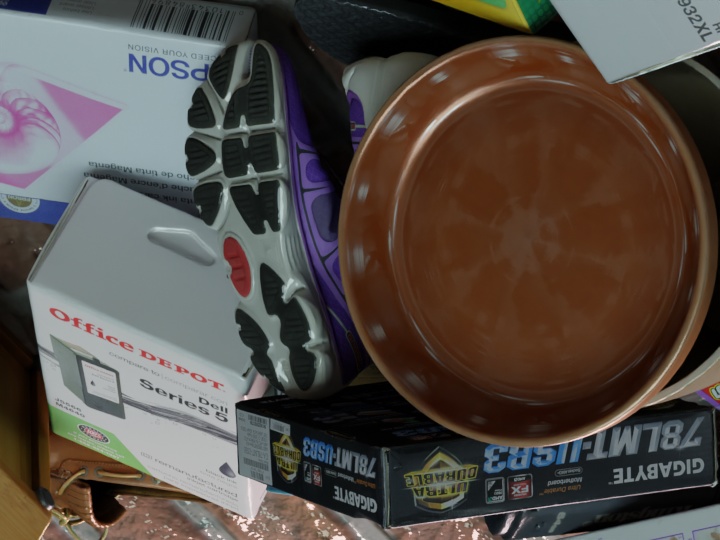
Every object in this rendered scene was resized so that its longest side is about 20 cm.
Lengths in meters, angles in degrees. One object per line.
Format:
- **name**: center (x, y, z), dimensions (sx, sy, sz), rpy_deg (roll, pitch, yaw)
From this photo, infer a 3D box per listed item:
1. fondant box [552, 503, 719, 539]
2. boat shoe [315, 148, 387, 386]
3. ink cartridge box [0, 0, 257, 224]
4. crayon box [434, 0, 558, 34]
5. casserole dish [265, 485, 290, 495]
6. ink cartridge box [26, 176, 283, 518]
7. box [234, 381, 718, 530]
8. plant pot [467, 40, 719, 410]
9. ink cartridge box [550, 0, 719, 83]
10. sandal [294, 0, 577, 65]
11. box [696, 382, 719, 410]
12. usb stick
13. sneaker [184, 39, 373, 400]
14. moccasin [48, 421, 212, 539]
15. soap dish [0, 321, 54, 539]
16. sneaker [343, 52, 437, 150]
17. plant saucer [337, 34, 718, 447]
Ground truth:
- **fondant box**: center (0.217, 0.180, 1.519), dimensions (0.200, 0.058, 0.144), rpy_deg (-19, 164, 36)
- **boat shoe**: center (0.000, 0.000, 1.463), dimensions (0.072, 0.072, 0.200), rpy_deg (0, 127, 43)
- **ink cartridge box**: center (-0.157, -0.080, 1.442), dimensions (0.196, 0.043, 0.200), rpy_deg (8, 135, 7)
- **crayon box**: center (0.028, -0.217, 1.196), dimensions (0.119, 0.058, 0.200), rpy_deg (27, 154, 47)
- **casserole dish**: center (0.020, 0.118, 1.530), dimensions (0.121, 0.039, 0.200), rpy_deg (1, 178, 22)
- **ink cartridge box**: center (-0.113, 0.050, 1.480), dimensions (0.145, 0.084, 0.200), rpy_deg (22, 153, 11)
- **box**: center (0.058, 0.092, 1.337), dimensions (0.199, 0.198, 0.050), rpy_deg (-6, 98, -25)
- **plant pot**: center (0.169, -0.015, 1.306), dimensions (0.187, 0.188, 0.200), rpy_deg (-17, 167, 29)
- **ink cartridge box**: center (0.122, -0.208, 1.117), dimensions (0.084, 0.200, 0.145), rpy_deg (-19, 127, 29)
- **sandal**: center (0.062, -0.131, 1.328), dimensions (0.199, 0.045, 0.075), rpy_deg (9, 160, -7)
- **box**: center (0.307, 0.047, 1.446), dimensions (0.137, 0.039, 0.200), rpy_deg (36, 133, -22)
- **usb stick**: center (0.175, 0.139, 1.523), dimensions (0.199, 0.033, 0.055), rpy_deg (-3, 153, -20)
- **sneaker**: center (-0.037, -0.031, 1.363), dimensions (0.080, 0.083, 0.201), rpy_deg (0, 107, 45)
- **moccasin**: center (-0.176, 0.141, 1.642), dimensions (0.201, 0.078, 0.074), rpy_deg (-6, 163, 15)
- **soap dish**: center (-0.261, 0.086, 1.539), dimensions (0.081, 0.200, 0.157), rpy_deg (-33, 121, 12)
- **sneaker**: center (0.033, -0.045, 1.358), dimensions (0.080, 0.084, 0.200), rpy_deg (-2, 159, 21)
- **plant saucer**: center (0.082, -0.014, 1.213), dimensions (0.200, 0.032, 0.201), rpy_deg (1, 92, 28)
